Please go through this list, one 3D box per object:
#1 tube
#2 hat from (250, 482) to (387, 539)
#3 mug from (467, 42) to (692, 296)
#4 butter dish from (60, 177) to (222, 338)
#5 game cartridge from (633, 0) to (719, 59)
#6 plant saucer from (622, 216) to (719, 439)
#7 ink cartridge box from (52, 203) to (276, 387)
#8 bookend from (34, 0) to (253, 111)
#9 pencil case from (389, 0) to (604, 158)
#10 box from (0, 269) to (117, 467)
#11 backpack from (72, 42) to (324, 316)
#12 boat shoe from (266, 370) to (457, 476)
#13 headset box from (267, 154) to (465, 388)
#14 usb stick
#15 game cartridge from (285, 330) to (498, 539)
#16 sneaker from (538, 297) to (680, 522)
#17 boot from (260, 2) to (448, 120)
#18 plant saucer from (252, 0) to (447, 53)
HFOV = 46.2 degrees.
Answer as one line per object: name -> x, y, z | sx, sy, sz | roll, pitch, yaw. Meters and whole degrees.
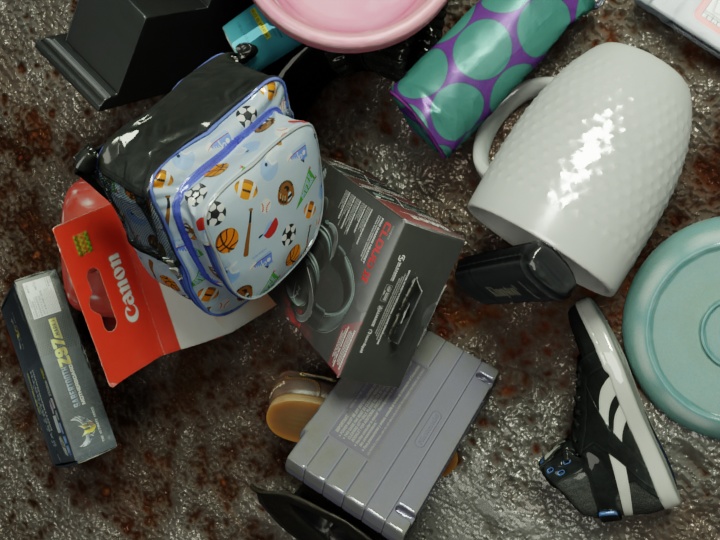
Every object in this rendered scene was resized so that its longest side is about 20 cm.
tube -> -0.032, -0.255, 0.771 | 0.198, 0.050, 0.078 | -33, 85, 6
hat -> -0.012, 0.239, 0.846 | 0.198, 0.202, 0.082 | 25, 65, 16
mug -> 0.181, -0.103, 0.736 | 0.199, 0.147, 0.177 | 33, 91, 44
butter dish -> -0.246, -0.024, 0.887 | 0.195, 0.147, 0.205 | 3, 96, 19
game cartridge -> 0.350, -0.233, 0.709 | 0.199, 0.041, 0.134 | 37, 102, 13
plant saucer -> 0.333, 0.054, 0.746 | 0.196, 0.027, 0.205 | 2, 95, 19
ink cartridge box -> -0.178, -0.004, 0.819 | 0.049, 0.199, 0.166 | 0, 112, 39
bookend -> -0.171, -0.271, 0.781 | 0.092, 0.199, 0.200 | 42, 127, 10
pencil case -> 0.118, -0.198, 0.754 | 0.085, 0.092, 0.200 | 45, 96, -6
box -> -0.341, 0.115, 0.942 | 0.157, 0.050, 0.204 | -24, 85, 60
backpack -> -0.118, -0.062, 0.739 | 0.153, 0.192, 0.199 | 35, 61, 26
boat shoe -> 0.005, 0.147, 0.848 | 0.196, 0.071, 0.072 | 20, 115, -4
headset box -> 0.000, 0.000, 0.783 | 0.200, 0.076, 0.151 | 43, 114, 52
usb stick -> 0.128, 0.005, 0.733 | 0.033, 0.200, 0.056 | -44, 95, -9
game cartridge -> 0.032, 0.138, 0.787 | 0.128, 0.201, 0.039 | 26, 141, 18
sneaker -> 0.204, 0.137, 0.775 | 0.110, 0.073, 0.204 | -23, 88, 19
boot -> -0.016, -0.199, 0.822 | 0.155, 0.079, 0.215 | 25, 102, 16
plant saucer -> -0.008, -0.279, 0.726 | 0.195, 0.051, 0.206 | 0, 81, 0
